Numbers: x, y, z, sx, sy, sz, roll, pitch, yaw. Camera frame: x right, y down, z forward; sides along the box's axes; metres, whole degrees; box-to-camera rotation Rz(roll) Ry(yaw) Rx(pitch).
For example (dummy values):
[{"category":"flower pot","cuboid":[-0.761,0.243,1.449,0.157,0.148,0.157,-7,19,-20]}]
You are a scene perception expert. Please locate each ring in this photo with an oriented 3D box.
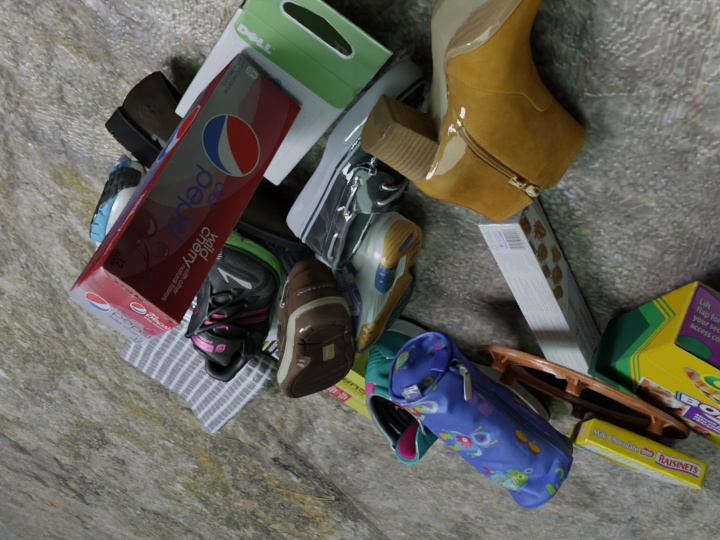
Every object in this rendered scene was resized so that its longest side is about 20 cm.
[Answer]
[{"category":"ring","cuboid":[0.193,0.114,0.906,0.197,0.020,0.201,23,172,3]}]

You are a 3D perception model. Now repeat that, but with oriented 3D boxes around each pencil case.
[{"category":"pencil case","cuboid":[0.113,0.136,0.926,0.199,0.079,0.086,41,149,-23]}]

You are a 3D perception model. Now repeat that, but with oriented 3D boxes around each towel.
[{"category":"towel","cuboid":[-0.184,0.094,1.164,0.164,0.086,0.200,33,147,-7]}]

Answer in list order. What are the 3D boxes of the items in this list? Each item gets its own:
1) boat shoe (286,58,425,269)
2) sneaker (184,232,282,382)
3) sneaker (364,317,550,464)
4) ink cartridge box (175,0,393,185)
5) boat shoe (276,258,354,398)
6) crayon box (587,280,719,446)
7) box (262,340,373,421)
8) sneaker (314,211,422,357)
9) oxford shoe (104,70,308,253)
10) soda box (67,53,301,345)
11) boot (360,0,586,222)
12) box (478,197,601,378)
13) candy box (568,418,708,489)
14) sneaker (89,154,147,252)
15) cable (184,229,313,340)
[{"category":"boat shoe","cuboid":[0.009,-0.076,0.784,0.071,0.072,0.201,44,141,8]},{"category":"sneaker","cuboid":[-0.114,0.036,0.901,0.075,0.085,0.201,17,147,11]},{"category":"sneaker","cuboid":[0.086,0.142,1.001,0.197,0.122,0.084,28,147,-1]},{"category":"ink cartridge box","cuboid":[-0.053,-0.155,0.756,0.103,0.060,0.200,35,146,-11]},{"category":"boat shoe","cuboid":[-0.044,0.051,0.928,0.073,0.076,0.203,-13,157,-16]},{"category":"crayon box","cuboid":[0.300,0.095,0.794,0.197,0.059,0.173,28,167,-1]},{"category":"box","cuboid":[-0.003,0.108,1.083,0.198,0.051,0.075,34,146,-9]},{"category":"sneaker","cuboid":[0.000,0.000,0.934,0.088,0.075,0.201,35,146,16]},{"category":"oxford shoe","cuboid":[-0.113,-0.091,0.859,0.199,0.085,0.073,39,-173,-11]},{"category":"soda box","cuboid":[-0.116,-0.051,0.701,0.063,0.202,0.070,37,146,-19]},{"category":"boot","cuboid":[0.105,-0.125,0.686,0.142,0.072,0.202,19,129,-29]},{"category":"box","cuboid":[0.156,0.016,0.856,0.041,0.039,0.201,1,138,37]},{"category":"candy box","cuboid":[0.246,0.166,0.929,0.100,0.027,0.200,19,173,9]},{"category":"sneaker","cuboid":[-0.191,-0.028,0.905,0.085,0.076,0.201,22,151,-2]},{"category":"cable","cuboid":[-0.140,-0.014,0.995,0.198,0.070,0.200,-16,125,43]}]
